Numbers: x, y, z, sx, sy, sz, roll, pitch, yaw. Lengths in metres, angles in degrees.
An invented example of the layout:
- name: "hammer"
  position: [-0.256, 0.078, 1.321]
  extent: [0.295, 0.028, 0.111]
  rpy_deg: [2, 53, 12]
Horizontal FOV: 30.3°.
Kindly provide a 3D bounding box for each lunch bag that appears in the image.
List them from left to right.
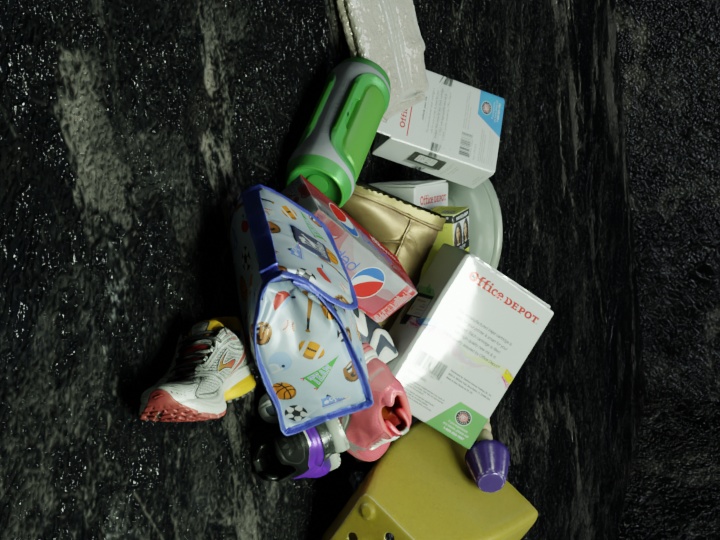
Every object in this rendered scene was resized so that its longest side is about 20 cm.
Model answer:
- name: "lunch bag"
  position: [-0.066, 0.032, 1.358]
  extent: [0.171, 0.123, 0.201]
  rpy_deg: [-110, 180, -53]

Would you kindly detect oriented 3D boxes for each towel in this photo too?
- name: "towel"
  position: [0.028, -0.297, 1.687]
  extent: [0.132, 0.034, 0.202]
  rpy_deg: [-35, 115, -49]

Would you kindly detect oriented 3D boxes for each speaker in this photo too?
- name: "speaker"
  position: [-0.025, -0.161, 1.564]
  extent: [0.089, 0.087, 0.201]
  rpy_deg: [72, 28, -42]

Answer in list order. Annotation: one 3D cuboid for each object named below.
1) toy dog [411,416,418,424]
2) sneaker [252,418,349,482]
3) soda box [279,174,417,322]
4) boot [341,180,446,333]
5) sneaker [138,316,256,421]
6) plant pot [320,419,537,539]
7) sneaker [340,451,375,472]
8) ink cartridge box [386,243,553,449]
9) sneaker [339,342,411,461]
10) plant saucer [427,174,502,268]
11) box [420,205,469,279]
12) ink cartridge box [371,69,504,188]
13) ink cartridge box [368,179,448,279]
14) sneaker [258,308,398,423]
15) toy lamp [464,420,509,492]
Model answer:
- name: "toy dog"
  position: [0.084, 0.215, 1.787]
  extent: [0.132, 0.096, 0.202]
  rpy_deg: [-40, 151, -42]
- name: "sneaker"
  position: [-0.076, 0.201, 1.492]
  extent: [0.070, 0.099, 0.200]
  rpy_deg: [62, -14, 13]
- name: "soda box"
  position: [-0.022, -0.021, 1.503]
  extent: [0.200, 0.063, 0.070]
  rpy_deg: [40, 15, -43]
- name: "boot"
  position: [0.000, 0.000, 1.637]
  extent: [0.066, 0.173, 0.202]
  rpy_deg: [-126, -122, -79]
- name: "sneaker"
  position: [-0.159, 0.093, 1.263]
  extent: [0.200, 0.077, 0.083]
  rpy_deg: [-41, 127, -75]
- name: "plant pot"
  position: [0.062, 0.324, 1.633]
  extent: [0.196, 0.194, 0.199]
  rpy_deg: [-55, 161, 22]
- name: "sneaker"
  position: [-0.015, 0.166, 1.663]
  extent: [0.201, 0.066, 0.091]
  rpy_deg: [67, 25, -49]
- name: "ink cartridge box"
  position: [0.118, 0.090, 1.623]
  extent: [0.144, 0.084, 0.201]
  rpy_deg: [32, 90, -22]
- name: "sneaker"
  position: [0.018, 0.170, 1.495]
  extent: [0.074, 0.087, 0.201]
  rpy_deg: [-40, 149, -22]
- name: "plant saucer"
  position: [0.124, -0.057, 1.893]
  extent: [0.050, 0.199, 0.203]
  rpy_deg: [-3, 96, -32]
- name: "box"
  position: [0.112, 0.019, 1.760]
  extent: [0.075, 0.050, 0.203]
  rpy_deg: [-26, 118, -67]
- name: "ink cartridge box"
  position: [0.088, -0.201, 1.798]
  extent: [0.067, 0.198, 0.117]
  rpy_deg: [146, -42, -63]
- name: "ink cartridge box"
  position: [0.059, -0.020, 1.802]
  extent: [0.146, 0.083, 0.203]
  rpy_deg: [-15, 107, -68]
- name: "sneaker"
  position: [-0.060, 0.083, 1.525]
  extent: [0.198, 0.079, 0.130]
  rpy_deg: [-27, 83, -32]
- name: "toy lamp"
  position: [0.154, 0.197, 1.676]
  extent: [0.201, 0.057, 0.059]
  rpy_deg: [-90, 170, -54]
